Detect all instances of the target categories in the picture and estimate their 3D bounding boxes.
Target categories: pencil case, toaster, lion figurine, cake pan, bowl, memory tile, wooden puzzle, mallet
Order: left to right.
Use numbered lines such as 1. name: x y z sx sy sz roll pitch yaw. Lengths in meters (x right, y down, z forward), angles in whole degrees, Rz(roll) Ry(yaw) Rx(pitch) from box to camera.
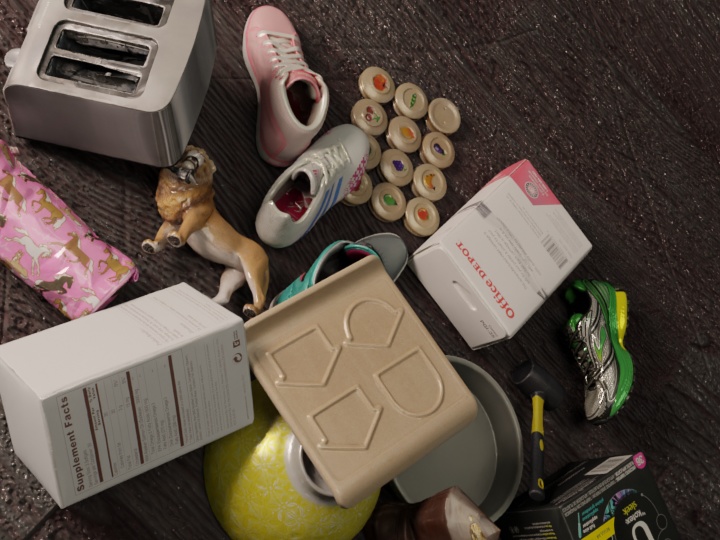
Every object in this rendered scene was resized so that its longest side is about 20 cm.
1. pencil case: -0.311 -0.037 0.951 0.087 0.083 0.200 -43 101 7
2. toaster: -0.239 -0.208 0.988 0.200 0.119 0.181 13 67 0
3. lion figurine: -0.153 -0.033 1.056 0.200 0.072 0.123 53 38 -22
4. bowl: -0.051 0.196 1.012 0.200 0.108 0.201 9 70 -27
5. wooden puzzle: -0.004 0.107 0.980 0.185 0.046 0.200 -29 82 -30
6. memory tile: 0.050 -0.150 1.235 0.153 0.017 0.200 24 64 -22
7. cake pan: 0.100 0.199 1.134 0.200 0.037 0.201 12 66 -29
8. mallet: 0.217 0.195 1.169 0.066 0.041 0.200 35 36 -24

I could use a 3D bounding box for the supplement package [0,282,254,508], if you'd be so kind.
1. supplement package: -0.216 0.108 0.915 0.200 0.117 0.118 -20 120 -33

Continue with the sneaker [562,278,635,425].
1. sneaker: 0.295 0.104 1.272 0.085 0.078 0.200 13 59 -19

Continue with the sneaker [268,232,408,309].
1. sneaker: 0.000 0.000 1.095 0.200 0.121 0.084 -34 93 -34

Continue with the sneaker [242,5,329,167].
1. sneaker: -0.081 -0.229 1.132 0.075 0.105 0.201 2 72 -28

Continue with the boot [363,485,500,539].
1. boot: 0.084 0.314 0.996 0.064 0.200 0.187 -19 84 -33

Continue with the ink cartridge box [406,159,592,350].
1. ink cartridge box: 0.173 -0.021 1.226 0.200 0.083 0.147 -41 97 -34

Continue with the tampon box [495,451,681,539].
1. tampon box: 0.280 0.337 1.147 0.150 0.126 0.200 -23 87 -33

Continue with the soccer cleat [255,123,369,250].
1. soccer cleat: -0.044 -0.106 1.114 0.070 0.086 0.200 34 60 5
